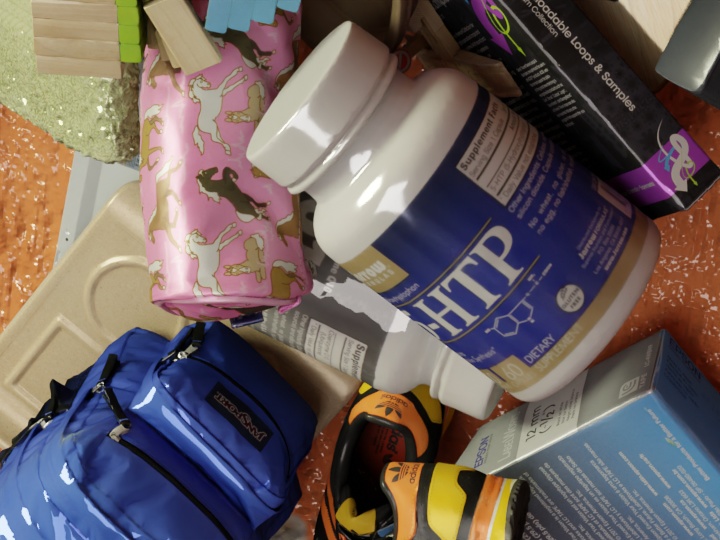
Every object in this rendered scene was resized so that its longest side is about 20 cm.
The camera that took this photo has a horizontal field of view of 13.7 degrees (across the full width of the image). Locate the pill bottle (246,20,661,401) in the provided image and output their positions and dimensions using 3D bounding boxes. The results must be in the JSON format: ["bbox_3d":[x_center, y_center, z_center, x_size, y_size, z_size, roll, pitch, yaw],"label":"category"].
[{"bbox_3d":[0.045,-0.034,1.552,0.200,0.120,0.120,37,121,-11],"label":"pill bottle"}]

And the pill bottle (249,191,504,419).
[{"bbox_3d":[0.000,0.000,1.683,0.200,0.113,0.113,25,119,9],"label":"pill bottle"}]

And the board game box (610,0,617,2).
[{"bbox_3d":[0.138,-0.256,1.516,0.135,0.028,0.200,45,109,22],"label":"board game box"}]

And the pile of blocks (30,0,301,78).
[{"bbox_3d":[-0.080,-0.157,1.549,0.200,0.062,0.082,-17,123,19],"label":"pile of blocks"}]

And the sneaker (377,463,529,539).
[{"bbox_3d":[0.033,0.188,1.678,0.090,0.070,0.200,17,124,6],"label":"sneaker"}]

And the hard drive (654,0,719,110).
[{"bbox_3d":[0.257,-0.148,1.512,0.135,0.042,0.200,28,108,-22],"label":"hard drive"}]

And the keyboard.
[{"bbox_3d":[-0.141,-0.073,1.766,0.056,0.011,0.200,17,118,7],"label":"keyboard"}]

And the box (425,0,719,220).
[{"bbox_3d":[0.096,-0.108,1.592,0.036,0.143,0.200,-44,95,-12],"label":"box"}]

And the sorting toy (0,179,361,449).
[{"bbox_3d":[-0.121,0.066,1.803,0.185,0.036,0.200,39,116,-4],"label":"sorting toy"}]

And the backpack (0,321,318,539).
[{"bbox_3d":[-0.123,0.127,1.698,0.162,0.200,0.168,39,116,-3],"label":"backpack"}]

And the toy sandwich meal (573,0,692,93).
[{"bbox_3d":[0.196,-0.176,1.554,0.205,0.070,0.205,8,115,18],"label":"toy sandwich meal"}]

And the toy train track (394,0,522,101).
[{"bbox_3d":[0.068,-0.072,1.641,0.033,0.115,0.200,-42,115,-12],"label":"toy train track"}]

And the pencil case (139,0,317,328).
[{"bbox_3d":[-0.072,-0.072,1.603,0.083,0.086,0.200,-9,78,35],"label":"pencil case"}]

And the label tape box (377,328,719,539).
[{"bbox_3d":[0.133,0.139,1.706,0.200,0.066,0.143,-29,114,31],"label":"label tape box"}]

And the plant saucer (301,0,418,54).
[{"bbox_3d":[-0.023,-0.203,1.591,0.200,0.029,0.200,49,153,37],"label":"plant saucer"}]

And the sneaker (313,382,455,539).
[{"bbox_3d":[0.003,0.144,1.759,0.070,0.090,0.200,19,118,12],"label":"sneaker"}]

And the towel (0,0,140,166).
[{"bbox_3d":[-0.183,-0.149,1.678,0.200,0.036,0.149,32,130,48],"label":"towel"}]
